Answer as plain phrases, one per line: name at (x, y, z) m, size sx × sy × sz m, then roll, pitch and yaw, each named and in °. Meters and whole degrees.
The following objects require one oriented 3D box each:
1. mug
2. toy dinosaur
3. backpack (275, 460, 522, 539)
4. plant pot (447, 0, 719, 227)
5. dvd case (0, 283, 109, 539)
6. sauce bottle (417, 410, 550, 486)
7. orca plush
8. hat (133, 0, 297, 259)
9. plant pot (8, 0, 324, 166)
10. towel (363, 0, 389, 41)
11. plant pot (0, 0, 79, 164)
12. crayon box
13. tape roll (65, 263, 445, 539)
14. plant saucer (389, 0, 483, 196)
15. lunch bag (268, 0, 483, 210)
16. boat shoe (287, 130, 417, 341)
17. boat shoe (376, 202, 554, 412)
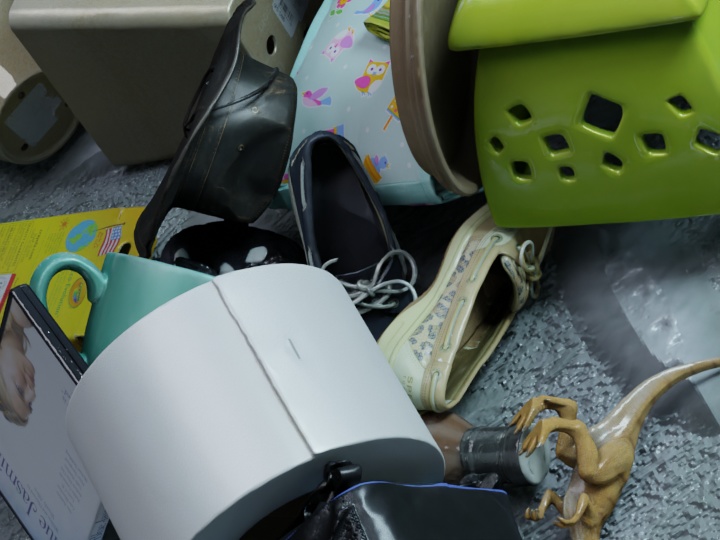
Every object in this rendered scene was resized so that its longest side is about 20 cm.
mug at (-0.136, 0.058, 1.638) m, size 0.184 × 0.152 × 0.115 m, roll 14°, pitch 86°, yaw 15°
toy dinosaur at (0.152, 0.112, 1.448) m, size 0.201 × 0.106 × 0.060 m, roll -62°, pitch 15°, yaw -15°
backpack at (-0.001, 0.220, 1.393) m, size 0.200 × 0.182 × 0.135 m, roll -42°, pitch 60°, yaw 26°
plant pot at (0.172, -0.162, 1.527) m, size 0.199 × 0.182 × 0.199 m, roll -5°, pitch 41°, yaw 25°
dvd case at (-0.219, 0.120, 1.623) m, size 0.018 × 0.200 × 0.143 m, roll -25°, pitch 64°, yaw -33°
sauce bottle at (0.032, 0.125, 1.531) m, size 0.199 × 0.065 × 0.065 m, roll -4°, pitch 54°, yaw 34°
orca plush at (-0.090, -0.021, 1.719) m, size 0.200 × 0.105 × 0.071 m, roll -176°, pitch 102°, yaw -71°
hat at (-0.089, -0.089, 1.639) m, size 0.201 × 0.081 × 0.201 m, roll -156°, pitch 90°, yaw -80°
plant pot at (-0.133, -0.215, 1.864) m, size 0.176 × 0.200 × 0.201 m, roll 4°, pitch 58°, yaw 28°
towel at (0.093, -0.228, 1.664) m, size 0.086 × 0.018 × 0.200 m, roll 25°, pitch 62°, yaw 37°
plant pot at (-0.336, -0.180, 2.014) m, size 0.187 × 0.187 × 0.200 m, roll -47°, pitch 55°, yaw -5°
crayon box at (-0.244, 0.020, 1.848) m, size 0.199 × 0.051 × 0.127 m, roll -5°, pitch 53°, yaw 36°
tape roll at (-0.066, 0.111, 1.440) m, size 0.202 × 0.203 × 0.139 m, roll -36°, pitch 61°, yaw 8°
plant saucer at (0.057, -0.149, 1.520) m, size 0.029 × 0.200 × 0.201 m, roll -1°, pitch 54°, yaw 18°
lunch bag at (0.031, -0.120, 1.695) m, size 0.170 × 0.122 × 0.200 m, roll 1°, pitch 51°, yaw 38°
boat shoe at (0.000, 0.000, 1.587) m, size 0.075 × 0.062 × 0.201 m, roll -12°, pitch 85°, yaw -5°
boat shoe at (0.083, 0.024, 1.556) m, size 0.062 × 0.073 × 0.200 m, roll 12°, pitch 52°, yaw 37°
